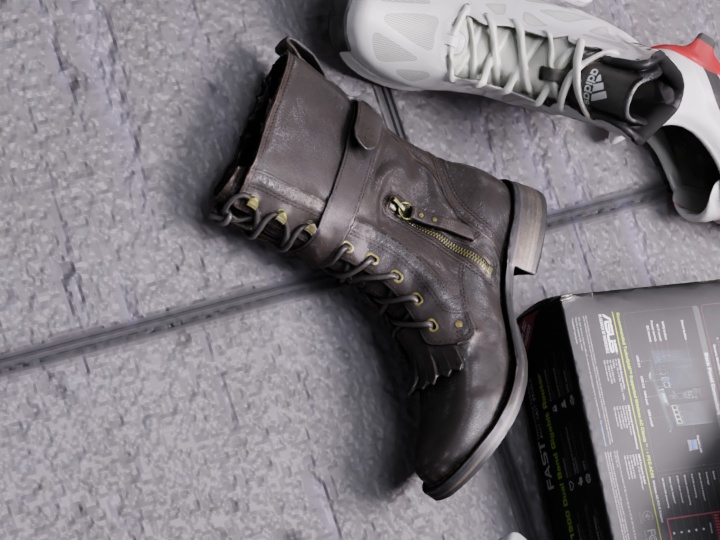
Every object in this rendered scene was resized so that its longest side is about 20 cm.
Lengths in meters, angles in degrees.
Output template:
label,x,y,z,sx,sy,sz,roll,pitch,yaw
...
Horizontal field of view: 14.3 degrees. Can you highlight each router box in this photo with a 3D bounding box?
label,x,y,z,sx,sy,sz,roll,pitch,yaw
router box,0.173,0.106,1.499,0.149,0.062,0.201,-5,77,-26

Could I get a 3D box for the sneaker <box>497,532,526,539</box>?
label,x,y,z,sx,sy,sz,roll,pitch,yaw
sneaker,0.074,0.217,1.399,0.200,0.099,0.071,58,17,-31

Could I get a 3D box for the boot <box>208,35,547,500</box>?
label,x,y,z,sx,sy,sz,roll,pitch,yaw
boot,0.000,0.000,1.427,0.174,0.069,0.201,25,57,-23

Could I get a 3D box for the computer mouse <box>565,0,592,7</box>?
label,x,y,z,sx,sy,sz,roll,pitch,yaw
computer mouse,0.079,-0.176,1.486,0.109,0.044,0.200,28,9,15

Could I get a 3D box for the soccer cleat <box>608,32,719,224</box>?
label,x,y,z,sx,sy,sz,roll,pitch,yaw
soccer cleat,0.222,-0.047,1.611,0.200,0.069,0.085,41,63,-17

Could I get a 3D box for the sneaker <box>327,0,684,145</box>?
label,x,y,z,sx,sy,sz,roll,pitch,yaw
sneaker,0.088,-0.116,1.481,0.200,0.115,0.076,9,97,-37
